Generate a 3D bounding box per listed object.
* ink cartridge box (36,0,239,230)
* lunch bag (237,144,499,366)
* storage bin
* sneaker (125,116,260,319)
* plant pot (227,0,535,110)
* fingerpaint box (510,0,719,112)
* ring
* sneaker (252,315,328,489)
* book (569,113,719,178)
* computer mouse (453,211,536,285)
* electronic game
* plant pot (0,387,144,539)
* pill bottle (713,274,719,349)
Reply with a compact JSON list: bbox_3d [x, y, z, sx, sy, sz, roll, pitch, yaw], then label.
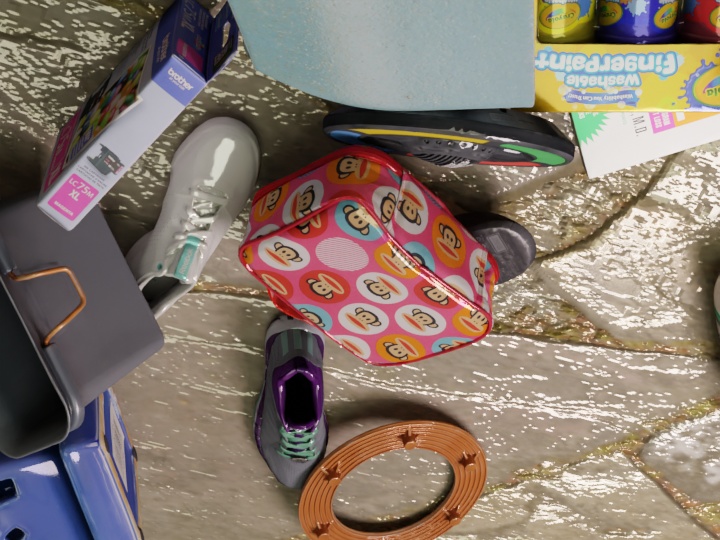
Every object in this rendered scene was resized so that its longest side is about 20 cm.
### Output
[{"bbox_3d":[-0.169,-0.134,1.013,0.199,0.120,0.042,-40,117,21],"label":"ink cartridge box"},{"bbox_3d":[0.000,0.000,1.089,0.175,0.083,0.200,-22,130,36],"label":"lunch bag"},{"bbox_3d":[-0.250,0.022,1.058,0.145,0.134,0.202,-22,97,44],"label":"storage bin"},{"bbox_3d":[-0.141,-0.031,1.106,0.074,0.089,0.201,23,119,-18],"label":"sneaker"},{"bbox_3d":[0.006,-0.225,0.886,0.197,0.199,0.196,-8,158,4],"label":"plant pot"},{"bbox_3d":[0.211,-0.208,0.997,0.197,0.074,0.169,1,112,0],"label":"fingerpaint box"},{"bbox_3d":[0.035,0.225,1.317,0.197,0.019,0.202,-10,133,-11],"label":"ring"},{"bbox_3d":[-0.065,0.143,1.233,0.073,0.088,0.202,-3,125,-3],"label":"sneaker"},{"bbox_3d":[0.263,-0.170,1.079,0.197,0.048,0.135,-18,118,8],"label":"book"},{"bbox_3d":[0.045,-0.026,1.156,0.198,0.046,0.141,-24,128,25],"label":"computer mouse"},{"bbox_3d":[0.068,-0.102,1.026,0.197,0.200,0.042,7,89,-10],"label":"electronic game"},{"bbox_3d":[-0.298,0.182,1.179,0.177,0.201,0.202,-15,125,-3],"label":"plant pot"},{"bbox_3d":[0.392,0.090,1.223,0.111,0.114,0.202,-14,125,5],"label":"pill bottle"}]
